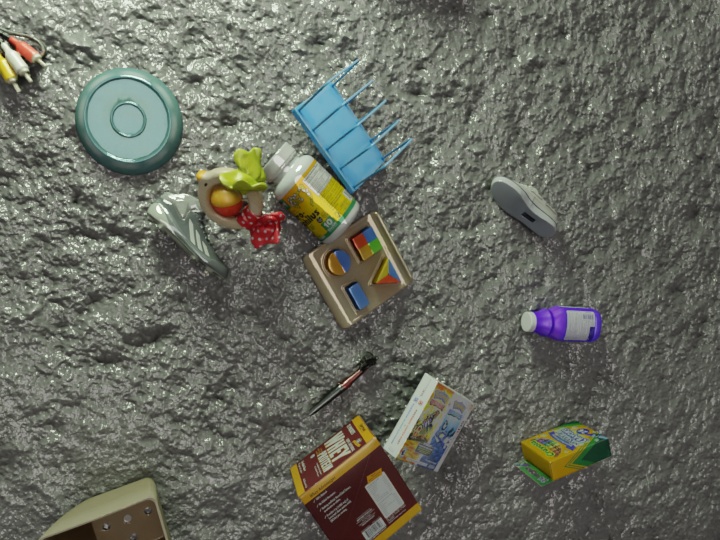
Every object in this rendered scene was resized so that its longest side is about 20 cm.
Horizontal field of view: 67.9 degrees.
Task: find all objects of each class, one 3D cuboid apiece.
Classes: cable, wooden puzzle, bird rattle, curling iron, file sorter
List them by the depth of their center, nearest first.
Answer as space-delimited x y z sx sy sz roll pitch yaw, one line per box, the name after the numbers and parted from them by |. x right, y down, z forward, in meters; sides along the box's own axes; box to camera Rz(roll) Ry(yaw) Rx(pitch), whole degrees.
-0.646 -0.421 0.948 0.097 0.050 0.200 -46 105 -9 | cable
-0.232 -0.136 1.035 0.159 0.202 0.114 4 50 8 | bird rattle
-0.009 -0.291 1.074 0.201 0.122 0.139 53 50 -13 | file sorter
0.000 0.000 1.165 0.198 0.046 0.188 -33 102 -11 | wooden puzzle
-0.041 0.249 1.180 0.199 0.026 0.050 -40 140 -6 | curling iron

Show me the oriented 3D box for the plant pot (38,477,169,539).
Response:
-0.451 0.512 1.009 0.196 0.177 0.205 -16 99 -14 | plant pot

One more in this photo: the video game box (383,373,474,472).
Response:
0.158 0.344 1.190 0.199 0.046 0.185 35 81 -46 | video game box

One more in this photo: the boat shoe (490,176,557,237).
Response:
0.390 -0.164 1.258 0.198 0.071 0.071 35 58 -11 | boat shoe

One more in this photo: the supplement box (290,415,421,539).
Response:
-0.013 0.470 1.152 0.195 0.133 0.202 -34 102 -10 | supplement box

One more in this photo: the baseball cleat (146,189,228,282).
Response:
-0.321 -0.076 1.058 0.200 0.069 0.107 44 76 -18 | baseball cleat

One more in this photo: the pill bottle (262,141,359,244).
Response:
-0.105 -0.159 1.089 0.200 0.113 0.113 43 83 -15 | pill bottle

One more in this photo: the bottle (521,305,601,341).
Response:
0.488 0.129 1.301 0.195 0.065 0.086 3 93 -16 | bottle

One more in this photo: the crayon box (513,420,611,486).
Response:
0.481 0.437 1.292 0.196 0.126 0.053 -17 98 -14 | crayon box

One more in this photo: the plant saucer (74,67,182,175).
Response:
-0.445 -0.288 1.029 0.195 0.027 0.206 -1 95 -16 | plant saucer
